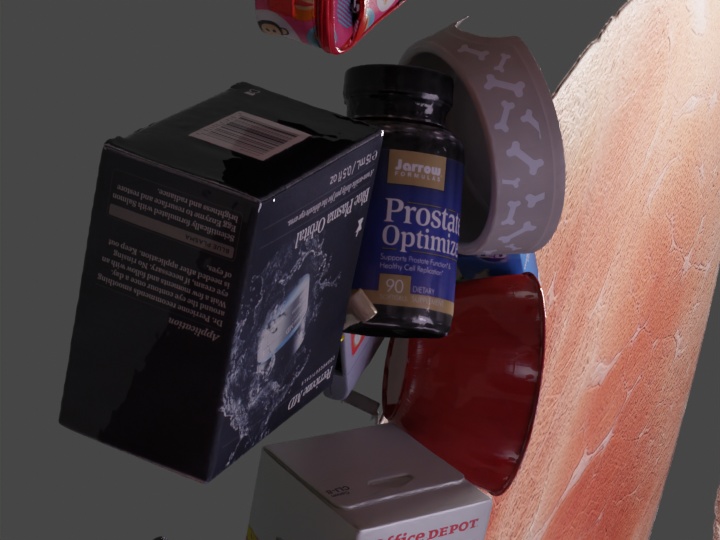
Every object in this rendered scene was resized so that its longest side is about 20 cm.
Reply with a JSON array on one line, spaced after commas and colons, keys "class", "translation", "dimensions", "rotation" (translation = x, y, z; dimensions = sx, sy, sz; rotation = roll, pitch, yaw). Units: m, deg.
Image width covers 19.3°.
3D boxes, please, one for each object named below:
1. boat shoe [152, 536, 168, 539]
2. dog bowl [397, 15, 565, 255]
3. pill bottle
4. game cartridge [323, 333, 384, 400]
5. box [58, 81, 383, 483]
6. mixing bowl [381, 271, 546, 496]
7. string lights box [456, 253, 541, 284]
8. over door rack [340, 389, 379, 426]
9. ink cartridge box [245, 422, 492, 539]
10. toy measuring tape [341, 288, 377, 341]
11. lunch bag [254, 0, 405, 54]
[{"class": "boat shoe", "translation": [-0.184, 0.247, 1.466], "dimensions": [0.200, 0.072, 0.068], "rotation": [-28, 98, -55]}, {"class": "dog bowl", "translation": [0.089, -0.104, 1.704], "dimensions": [0.059, 0.200, 0.200], "rotation": [-15, 131, -23]}, {"class": "pill bottle", "translation": [0.022, -0.052, 1.623], "dimensions": [0.112, 0.112, 0.200], "rotation": [22, 71, -72]}, {"class": "game cartridge", "translation": [0.000, 0.000, 1.770], "dimensions": [0.200, 0.041, 0.133], "rotation": [86, 25, -49]}, {"class": "box", "translation": [-0.089, 0.002, 1.391], "dimensions": [0.197, 0.117, 0.200], "rotation": [-35, 141, -61]}, {"class": "mixing bowl", "translation": [0.082, 0.090, 1.848], "dimensions": [0.200, 0.108, 0.200], "rotation": [-170, -90, -80]}, {"class": "string lights box", "translation": [0.105, -0.013, 1.932], "dimensions": [0.200, 0.103, 0.059], "rotation": [70, 25, -61]}, {"class": "over door rack", "translation": [0.003, 0.213, 1.935], "dimensions": [0.200, 0.067, 0.148], "rotation": [61, 49, -66]}, {"class": "ink cartridge box", "translation": [-0.003, 0.251, 1.763], "dimensions": [0.145, 0.145, 0.200], "rotation": [-7, 120, -37]}, {"class": "toy measuring tape", "translation": [-0.049, 0.054, 1.553], "dimensions": [0.074, 0.074, 0.200], "rotation": [-65, -166, -17]}, {"class": "lunch bag", "translation": [-0.016, -0.252, 1.418], "dimensions": [0.176, 0.082, 0.200], "rotation": [-44, 147, -46]}]
